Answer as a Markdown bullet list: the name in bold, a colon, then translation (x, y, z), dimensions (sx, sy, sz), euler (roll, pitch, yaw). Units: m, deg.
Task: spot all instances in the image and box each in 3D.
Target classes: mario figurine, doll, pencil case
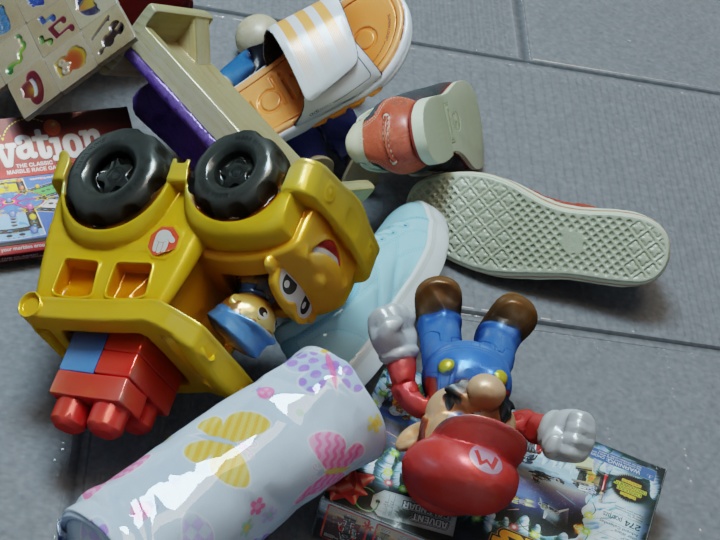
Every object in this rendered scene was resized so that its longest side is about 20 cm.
- **mario figurine**: translation (0.075, 0.067, 1.117), dimensions (0.123, 0.106, 0.200), euler (-18, 30, 14)
- **doll**: translation (-0.056, -0.139, 1.417), dimensions (0.136, 0.049, 0.200), euler (-7, 46, -21)
- **pencil case**: translation (-0.077, 0.127, 1.055), dimensions (0.200, 0.091, 0.083), euler (-35, 58, -28)

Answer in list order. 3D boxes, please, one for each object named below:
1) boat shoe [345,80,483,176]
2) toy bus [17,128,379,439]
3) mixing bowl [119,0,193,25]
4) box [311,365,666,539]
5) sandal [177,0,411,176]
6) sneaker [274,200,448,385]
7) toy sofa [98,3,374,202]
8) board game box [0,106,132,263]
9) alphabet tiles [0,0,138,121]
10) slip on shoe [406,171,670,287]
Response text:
- **boat shoe**: translation (0.048, -0.104, 1.366), dimensions (0.062, 0.071, 0.200), euler (-11, 4, 20)
- **toy bus**: translation (-0.110, 0.022, 1.117), dimensions (0.199, 0.136, 0.193), euler (1, 58, 26)
- **mixing bowl**: translation (-0.236, -0.243, 1.398), dimensions (0.108, 0.200, 0.200), euler (-44, 63, -11)
- **box**: translation (0.085, 0.146, 1.146), dimensions (0.199, 0.040, 0.137), euler (21, 42, 6)
- **sandal**: translation (-0.053, -0.141, 1.321), dimensions (0.206, 0.059, 0.079), euler (-37, 62, 2)
- **sneaker**: translation (0.000, 0.000, 1.239), dimensions (0.082, 0.074, 0.200), euler (47, 38, -16)
- **toy sofa**: translation (-0.096, -0.087, 1.266), dimensions (0.200, 0.098, 0.083), euler (48, 22, 16)
- **board game box**: translation (-0.247, -0.057, 1.256), dimensions (0.199, 0.019, 0.103), euler (-9, 72, -26)
- **alphabet tiles**: translation (-0.237, -0.210, 1.287), dimensions (0.167, 0.008, 0.200), euler (-34, 64, 10)
- **slip on shoe**: translation (0.132, -0.028, 1.347), dimensions (0.199, 0.074, 0.061), euler (10, 1, 6)
